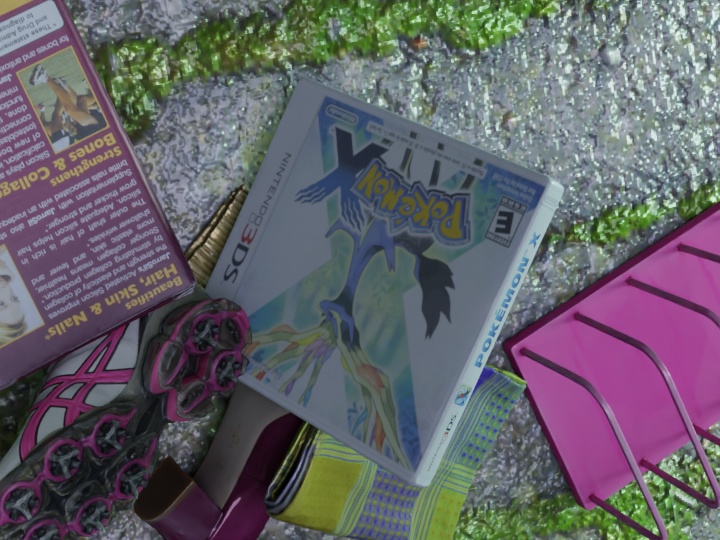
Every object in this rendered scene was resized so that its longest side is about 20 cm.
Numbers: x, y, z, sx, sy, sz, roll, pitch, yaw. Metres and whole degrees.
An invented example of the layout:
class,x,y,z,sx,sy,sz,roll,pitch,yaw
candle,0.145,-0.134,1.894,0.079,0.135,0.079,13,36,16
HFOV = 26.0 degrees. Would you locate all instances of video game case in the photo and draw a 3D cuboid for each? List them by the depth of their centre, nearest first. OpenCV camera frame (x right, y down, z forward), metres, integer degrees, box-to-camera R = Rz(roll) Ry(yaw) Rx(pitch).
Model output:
class,x,y,z,sx,sy,sz,roll,pitch,yaw
video game case,0.000,0.000,0.906,0.022,0.199,0.184,22,93,-53

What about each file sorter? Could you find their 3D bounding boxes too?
class,x,y,z,sx,sy,sz,roll,pitch,yaw
file sorter,0.229,0.069,1.052,0.199,0.125,0.140,-32,110,-13

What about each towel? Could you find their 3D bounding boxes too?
class,x,y,z,sx,sy,sz,roll,pitch,yaw
towel,0.027,0.109,0.991,0.199,0.023,0.145,28,89,-51

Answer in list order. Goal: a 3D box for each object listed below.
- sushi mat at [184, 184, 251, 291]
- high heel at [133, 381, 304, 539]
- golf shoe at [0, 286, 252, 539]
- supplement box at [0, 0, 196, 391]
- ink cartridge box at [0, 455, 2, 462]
class,x,y,z,sx,sy,sz,roll,pitch,yaw
sushi mat,-0.036,0.045,1.006,0.200,0.012,0.096,43,84,-22
high heel,-0.049,0.107,0.989,0.200,0.067,0.096,-40,137,-2
golf shoe,-0.153,0.084,0.897,0.200,0.092,0.073,-45,132,-30
supplement box,-0.198,-0.056,0.876,0.130,0.103,0.202,-27,108,-14
ink cartridge box,-0.287,0.106,0.883,0.146,0.083,0.202,-28,109,-13
